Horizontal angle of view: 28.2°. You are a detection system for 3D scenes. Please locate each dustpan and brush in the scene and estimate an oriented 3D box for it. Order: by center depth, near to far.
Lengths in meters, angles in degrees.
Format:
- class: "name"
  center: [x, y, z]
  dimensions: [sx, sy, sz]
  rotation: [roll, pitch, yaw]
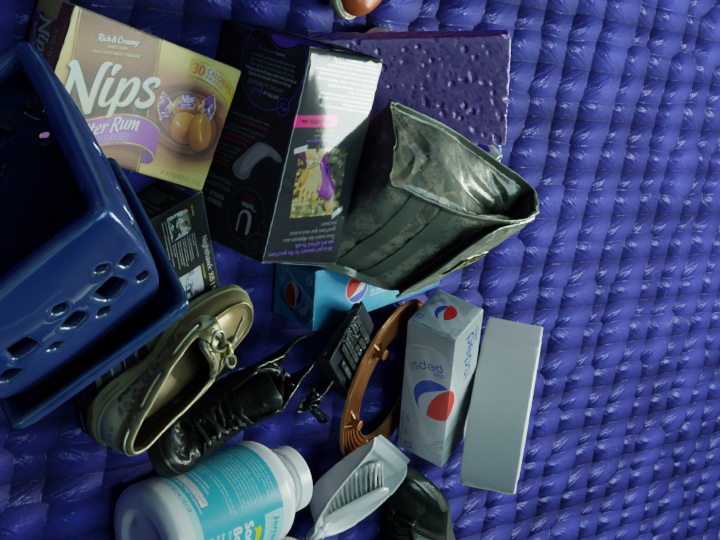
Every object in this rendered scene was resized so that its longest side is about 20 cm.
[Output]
- class: "dustpan and brush"
  center: [-0.032, 0.275, 1.620]
  dimensions: [0.199, 0.058, 0.140]
  rotation: [-32, 153, 5]

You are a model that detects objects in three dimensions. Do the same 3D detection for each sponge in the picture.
- class: "sponge"
  center: [0.049, -0.180, 1.421]
  dimensions: [0.030, 0.197, 0.113]
  rotation: [-84, 173, -64]

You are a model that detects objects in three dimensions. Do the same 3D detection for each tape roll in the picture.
- class: "tape roll"
  center: [0.170, 0.162, 1.721]
  dimensions: [0.202, 0.070, 0.206]
  rotation: [10, 90, -83]

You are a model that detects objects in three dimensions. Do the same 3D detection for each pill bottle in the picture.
- class: "pill bottle"
  center: [-0.141, 0.239, 1.443]
  dimensions: [0.199, 0.110, 0.112]
  rotation: [-18, 120, -43]

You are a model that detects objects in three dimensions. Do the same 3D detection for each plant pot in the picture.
- class: "plant pot"
  center: [-0.256, -0.014, 1.094]
  dimensions: [0.199, 0.201, 0.180]
  rotation: [-35, 145, 3]

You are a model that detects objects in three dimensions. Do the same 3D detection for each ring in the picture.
- class: "ring"
  center: [0.035, 0.129, 1.625]
  dimensions: [0.201, 0.019, 0.202]
  rotation: [-50, 153, -37]

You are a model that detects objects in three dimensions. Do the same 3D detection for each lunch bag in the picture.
- class: "lunch bag"
  center: [0.061, -0.055, 1.433]
  dimensions: [0.198, 0.164, 0.119]
  rotation: [20, 54, -30]

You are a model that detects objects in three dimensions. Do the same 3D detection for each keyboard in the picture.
- class: "keyboard"
  center: [-0.019, 0.110, 1.531]
  dimensions: [0.128, 0.020, 0.200]
  rotation: [-56, 164, -10]

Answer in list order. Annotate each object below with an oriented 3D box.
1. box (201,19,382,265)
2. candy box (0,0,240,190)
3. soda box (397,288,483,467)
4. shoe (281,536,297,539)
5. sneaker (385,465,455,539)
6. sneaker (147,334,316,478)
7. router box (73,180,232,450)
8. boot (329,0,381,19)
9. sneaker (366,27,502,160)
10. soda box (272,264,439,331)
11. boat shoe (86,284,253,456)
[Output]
- class: "box"
  center: [-0.074, -0.118, 1.344]
  dimensions: [0.105, 0.121, 0.203]
  rotation: [2, 106, -49]
- class: "candy box"
  center: [-0.203, -0.149, 1.234]
  dimensions: [0.199, 0.056, 0.118]
  rotation: [15, 96, -52]
- class: "soda box"
  center: [0.090, 0.125, 1.636]
  dimensions: [0.068, 0.063, 0.202]
  rotation: [-44, 148, -42]
- class: "shoe"
  center: [-0.072, 0.328, 1.558]
  dimensions: [0.201, 0.069, 0.054]
  rotation: [89, 18, -57]
- class: "sneaker"
  center: [0.056, 0.326, 1.739]
  dimensions: [0.114, 0.076, 0.201]
  rotation: [-49, 143, -31]
- class: "sneaker"
  center: [-0.122, 0.130, 1.395]
  dimensions: [0.061, 0.103, 0.200]
  rotation: [61, 28, -6]
- class: "router box"
  center: [-0.203, 0.039, 1.324]
  dimensions: [0.157, 0.052, 0.202]
  rotation: [-33, 129, -36]
- class: "boot"
  center: [0.047, -0.326, 1.401]
  dimensions: [0.201, 0.107, 0.075]
  rotation: [-58, 142, -9]
- class: "sneaker"
  center: [0.086, -0.160, 1.488]
  dimensions: [0.081, 0.145, 0.201]
  rotation: [-50, 139, -20]
- class: "soda box"
  center: [0.000, 0.000, 1.531]
  dimensions: [0.199, 0.064, 0.069]
  rotation: [-19, 120, -43]
- class: "boat shoe"
  center: [-0.159, 0.094, 1.307]
  dimensions: [0.200, 0.062, 0.074]
  rotation: [-47, 136, -26]
